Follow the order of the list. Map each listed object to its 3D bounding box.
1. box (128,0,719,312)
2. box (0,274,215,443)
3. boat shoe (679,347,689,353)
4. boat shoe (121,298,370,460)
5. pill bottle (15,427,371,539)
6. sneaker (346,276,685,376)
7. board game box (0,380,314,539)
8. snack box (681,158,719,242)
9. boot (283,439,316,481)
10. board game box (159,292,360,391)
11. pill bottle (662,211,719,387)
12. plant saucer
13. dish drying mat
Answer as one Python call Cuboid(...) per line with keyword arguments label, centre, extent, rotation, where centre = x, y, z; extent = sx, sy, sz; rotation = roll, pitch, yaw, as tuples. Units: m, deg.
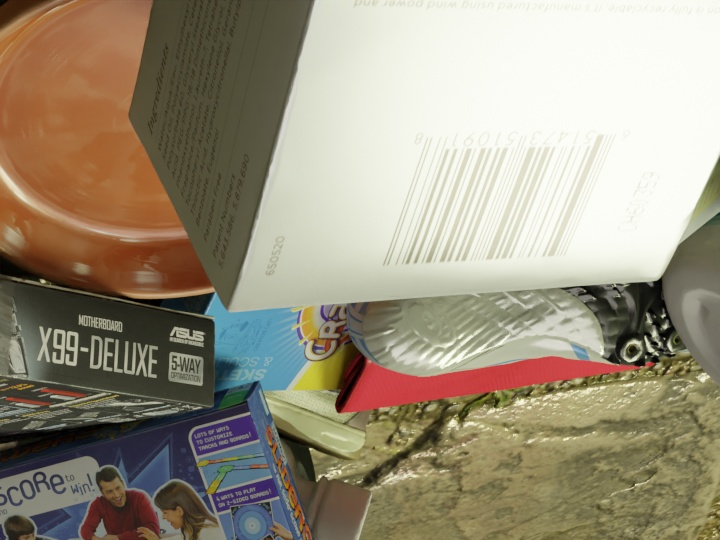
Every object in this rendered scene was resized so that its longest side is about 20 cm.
Cuboid(label="box", centre=(0.038, -0.103, 0.642), extent=(0.199, 0.131, 0.200), rotation=(-4, 132, -27))
Cuboid(label="box", centre=(-0.198, 0.050, 0.865), extent=(0.200, 0.050, 0.158), rotation=(-13, 162, 41))
Cuboid(label="boat shoe", centre=(0.225, 0.002, 1.093), extent=(0.057, 0.069, 0.200), rotation=(-7, 154, -20))
Cuboid(label="boat shoe", centre=(-0.071, 0.051, 1.006), extent=(0.201, 0.066, 0.072), rotation=(29, 165, -33))
Cuboid(label="pill bottle", centre=(-0.101, 0.143, 1.007), extent=(0.200, 0.120, 0.120), rotation=(17, 150, 2))
Cuboid(label="sneaker", centre=(0.090, 0.015, 0.902), extent=(0.200, 0.072, 0.072), rotation=(-3, 108, -13))
Cuboid(label="board game box", centre=(-0.129, 0.151, 0.931), extent=(0.200, 0.135, 0.034), rotation=(-15, -168, 11))
Cuboid(label="snack box", centre=(0.162, -0.043, 0.952), extent=(0.116, 0.037, 0.200), rotation=(-37, 158, -17))
Cuboid(label="boot", centre=(-0.112, 0.145, 1.153), extent=(0.154, 0.074, 0.204), rotation=(-17, 148, 3))
Cuboid(label="board game box", centre=(0.000, 0.000, 0.933), extent=(0.200, 0.040, 0.153), rotation=(1, 132, -34))
Cuboid(label="pill bottle", centre=(0.258, -0.020, 0.870), extent=(0.200, 0.111, 0.111), rotation=(-37, 158, -17))
Cuboid(label="plant saucer", centre=(-0.087, -0.063, 0.766), extent=(0.200, 0.032, 0.200), rotation=(-7, 140, -6))
Cuboid(label="dish drying mat", centre=(0.087, 0.047, 0.970), extent=(0.200, 0.018, 0.077), rotation=(-7, 155, -18))
